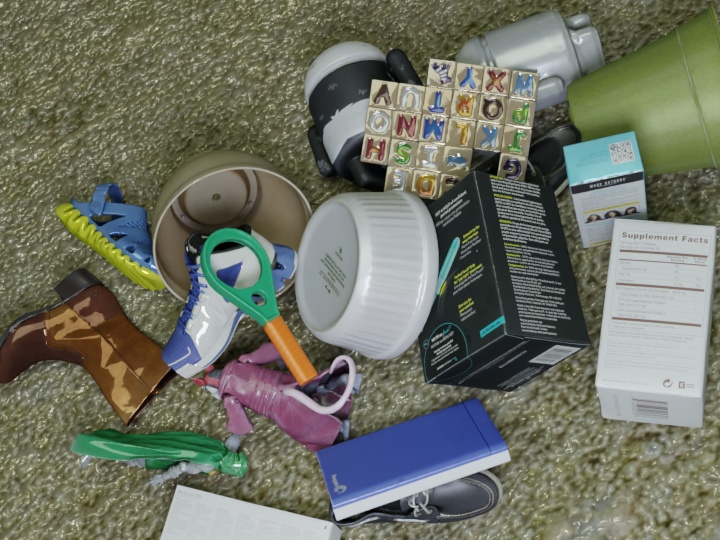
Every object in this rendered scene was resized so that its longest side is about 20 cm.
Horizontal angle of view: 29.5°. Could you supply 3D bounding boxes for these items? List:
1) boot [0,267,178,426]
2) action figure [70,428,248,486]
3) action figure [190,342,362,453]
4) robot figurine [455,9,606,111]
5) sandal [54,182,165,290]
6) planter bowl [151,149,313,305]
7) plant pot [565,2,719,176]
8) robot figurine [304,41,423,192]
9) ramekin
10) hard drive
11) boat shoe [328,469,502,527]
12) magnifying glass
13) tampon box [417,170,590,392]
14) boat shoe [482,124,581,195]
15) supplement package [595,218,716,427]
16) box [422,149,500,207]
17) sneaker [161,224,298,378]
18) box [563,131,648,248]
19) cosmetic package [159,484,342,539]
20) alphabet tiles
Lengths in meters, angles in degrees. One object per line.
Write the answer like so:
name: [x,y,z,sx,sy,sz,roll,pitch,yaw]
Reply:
boot: [-0.348,0.125,1.728,0.188,0.069,0.200,-42,70,-14]
action figure: [-0.230,0.221,1.628,0.199,0.118,0.055,4,101,12]
action figure: [-0.105,0.150,1.599,0.199,0.149,0.135,14,76,5]
robot figurine: [0.202,-0.252,1.706,0.199,0.113,0.170,-19,30,5]
sandal: [-0.307,-0.050,1.774,0.200,0.080,0.087,37,76,24]
planter bowl: [-0.168,-0.068,1.694,0.199,0.201,0.135,-29,36,1]
plant pot: [0.347,-0.188,1.606,0.189,0.200,0.201,-16,63,17]
robot figurine: [0.006,-0.194,1.729,0.149,0.125,0.201,-20,63,-5]
ramekin: [0.000,0.000,1.595,0.094,0.202,0.204,9,60,-30]
hard drive: [0.055,0.208,1.531,0.199,0.026,0.132,-18,21,-4]
boat shoe: [0.059,0.261,1.530,0.199,0.063,0.073,-5,108,17]
magnifying glass: [-0.112,0.040,1.548,0.079,0.022,0.201,-27,78,-35]
tampon box: [0.150,0.016,1.561,0.150,0.126,0.201,-37,53,46]
boat shoe: [0.195,-0.113,1.674,0.200,0.068,0.072,-36,63,-5]
supplement package: [0.333,0.059,1.532,0.117,0.117,0.201,4,68,17]
box: [0.098,-0.105,1.710,0.199,0.041,0.039,-35,63,-1]
sneaker: [-0.180,0.018,1.619,0.200,0.115,0.081,-47,30,1]
box: [0.282,-0.088,1.562,0.082,0.200,0.049,-11,68,9]
cosmetic package: [-0.128,0.312,1.579,0.199,0.051,0.083,11,72,19]
alphabet tiles: [0.104,-0.166,1.638,0.199,0.008,0.168,8,91,4]
